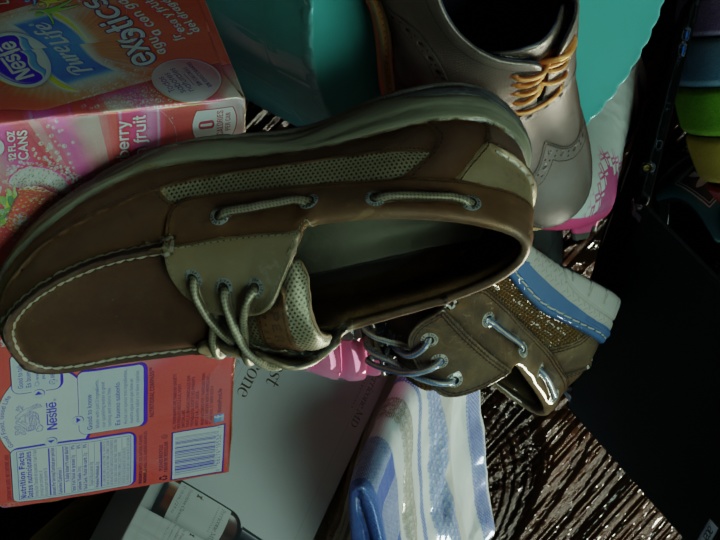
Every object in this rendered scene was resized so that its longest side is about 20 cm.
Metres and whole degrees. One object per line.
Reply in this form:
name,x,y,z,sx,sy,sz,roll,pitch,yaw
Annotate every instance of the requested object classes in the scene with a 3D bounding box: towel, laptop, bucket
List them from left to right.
bucket,0.020,-0.139,0.759,0.207,0.135,0.207,-19,126,-28
towel,0.032,0.113,0.868,0.200,0.024,0.147,-58,145,-63
laptop,0.163,0.009,0.878,0.177,0.103,0.200,101,7,-56

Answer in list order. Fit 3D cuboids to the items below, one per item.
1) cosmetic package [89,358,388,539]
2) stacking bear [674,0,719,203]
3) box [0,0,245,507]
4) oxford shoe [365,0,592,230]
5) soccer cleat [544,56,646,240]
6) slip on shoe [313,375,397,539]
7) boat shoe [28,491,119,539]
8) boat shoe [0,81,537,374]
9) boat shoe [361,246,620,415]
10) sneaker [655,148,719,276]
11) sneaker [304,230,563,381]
cosmetic package,-0.064,0.110,0.825,0.083,0.051,0.200,35,61,-18
stacking bear,0.214,-0.070,0.920,0.121,0.114,0.200,-16,102,-46
box,-0.107,-0.011,0.731,0.103,0.095,0.200,-9,134,-15
oxford shoe,0.047,-0.076,0.673,0.071,0.073,0.200,-42,134,-8
soccer cleat,0.091,-0.076,0.849,0.200,0.070,0.086,-53,152,-68
slip on shoe,-0.016,0.139,0.868,0.076,0.061,0.200,62,38,-62
boat shoe,-0.101,0.115,0.874,0.200,0.073,0.065,-36,176,-32
boat shoe,-0.034,-0.004,0.641,0.200,0.072,0.076,-20,135,7
boat shoe,0.038,0.016,0.778,0.200,0.072,0.072,23,85,-43
sneaker,0.211,-0.054,1.001,0.080,0.071,0.200,3,115,-43
sneaker,0.000,0.000,0.852,0.200,0.095,0.079,-2,103,-43
